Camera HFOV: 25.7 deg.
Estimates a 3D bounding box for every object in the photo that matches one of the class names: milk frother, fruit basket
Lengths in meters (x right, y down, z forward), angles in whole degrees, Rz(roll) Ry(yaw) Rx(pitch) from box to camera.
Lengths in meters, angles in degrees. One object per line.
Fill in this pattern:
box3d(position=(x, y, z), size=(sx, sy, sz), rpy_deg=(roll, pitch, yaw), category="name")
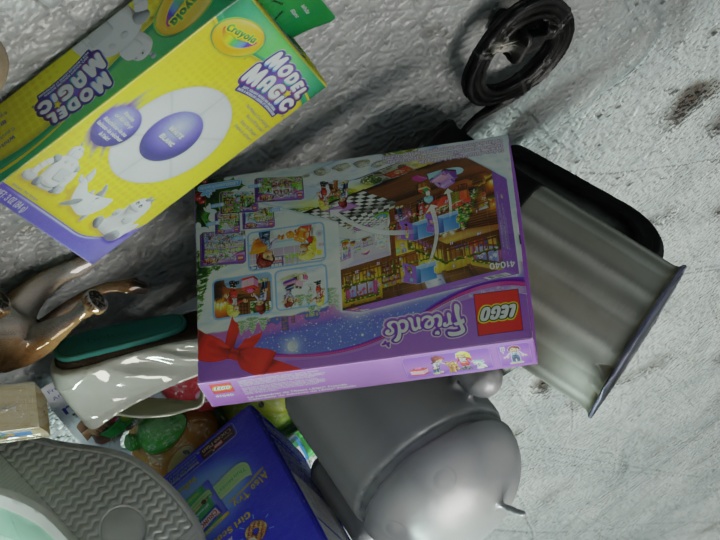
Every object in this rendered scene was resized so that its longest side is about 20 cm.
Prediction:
box3d(position=(0.128, -0.046, 1.026), size=(0.181, 0.187, 0.201), rpy_deg=(-50, 167, -34), category="milk frother")
box3d(position=(-0.104, 0.090, 1.102), size=(0.184, 0.094, 0.200), rpy_deg=(-31, 148, -6), category="fruit basket")

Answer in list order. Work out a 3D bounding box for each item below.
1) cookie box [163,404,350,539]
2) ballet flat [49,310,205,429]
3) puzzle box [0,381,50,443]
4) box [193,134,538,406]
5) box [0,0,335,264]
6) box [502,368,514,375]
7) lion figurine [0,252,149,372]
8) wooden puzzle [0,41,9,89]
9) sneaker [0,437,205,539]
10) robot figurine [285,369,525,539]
box3d(position=(-0.083, 0.218, 1.030), size=(0.171, 0.200, 0.075), rpy_deg=(-40, 132, 5), category="cookie box")
box3d(position=(-0.096, 0.051, 1.006), size=(0.198, 0.070, 0.070), rpy_deg=(-17, 150, -4), category="ballet flat")
box3d(position=(-0.244, 0.088, 0.890), size=(0.132, 0.026, 0.200), rpy_deg=(-6, 174, -10), category="puzzle box")
box3d(position=(0.000, 0.000, 0.946), size=(0.198, 0.138, 0.039), rpy_deg=(-8, 152, 8), category="box")
box3d(position=(-0.105, -0.095, 0.863), size=(0.200, 0.048, 0.117), rpy_deg=(-39, 152, 5), category="box")
box3d(position=(0.058, 0.052, 1.255), size=(0.161, 0.049, 0.200), rpy_deg=(-33, 152, -9), category="box")
box3d(position=(-0.221, 0.035, 0.917), size=(0.122, 0.073, 0.199), rpy_deg=(-40, 155, 24), category="lion figurine")
box3d(position=(-0.287, -0.064, 0.737), size=(0.200, 0.037, 0.185), rpy_deg=(-46, 149, 13), category="wooden puzzle")
box3d(position=(-0.190, 0.164, 1.053), size=(0.118, 0.199, 0.074), rpy_deg=(94, 21, -61), category="sneaker")
box3d(position=(0.028, 0.103, 1.021), size=(0.112, 0.200, 0.170), rpy_deg=(-4, 138, -44), category="robot figurine")
